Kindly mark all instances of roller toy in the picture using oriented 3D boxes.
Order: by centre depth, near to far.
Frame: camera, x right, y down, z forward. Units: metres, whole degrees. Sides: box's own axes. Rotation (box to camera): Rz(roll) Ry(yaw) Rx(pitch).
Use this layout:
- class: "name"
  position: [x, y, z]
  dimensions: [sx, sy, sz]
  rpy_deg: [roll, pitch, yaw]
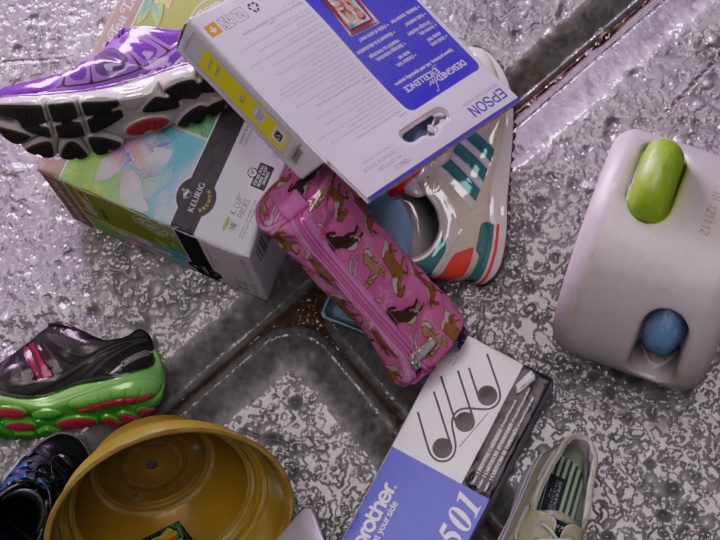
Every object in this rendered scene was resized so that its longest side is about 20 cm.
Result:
- class: "roller toy"
  position: [0.241, -0.006, 1.354]
  dimensions: [0.138, 0.200, 0.185]
  rpy_deg: [19, 98, 9]

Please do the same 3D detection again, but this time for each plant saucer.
- class: "plant saucer"
  position: [0.035, -0.038, 1.464]
  dimensions: [0.069, 0.019, 0.202]
  rpy_deg: [20, 76, 10]

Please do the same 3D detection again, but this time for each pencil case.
- class: "pencil case"
  position: [0.000, 0.000, 1.354]
  dimensions: [0.083, 0.086, 0.200]
  rpy_deg: [-50, 117, -21]

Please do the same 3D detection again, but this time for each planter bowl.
- class: "planter bowl"
  position: [-0.158, 0.177, 1.361]
  dimensions: [0.199, 0.202, 0.084]
  rpy_deg: [-25, 40, -3]

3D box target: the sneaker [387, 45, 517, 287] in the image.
- class: "sneaker"
  position: [0.072, -0.089, 1.420]
  dimensions: [0.092, 0.070, 0.203]
  rpy_deg: [4, 86, -25]

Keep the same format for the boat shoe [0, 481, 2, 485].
- class: "boat shoe"
  position: [-0.372, 0.155, 1.421]
  dimensions: [0.198, 0.072, 0.069]
  rpy_deg: [12, 74, 13]

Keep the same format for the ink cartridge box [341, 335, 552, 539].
- class: "ink cartridge box"
  position: [0.071, 0.158, 1.392]
  dimensions: [0.093, 0.044, 0.201]
  rpy_deg: [27, 79, 13]

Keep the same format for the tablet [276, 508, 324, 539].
- class: "tablet"
  position: [-0.051, 0.289, 1.299]
  dimensions: [0.131, 0.014, 0.201]
  rpy_deg: [-52, 35, 19]

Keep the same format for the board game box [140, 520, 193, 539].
- class: "board game box"
  position: [-0.207, 0.275, 1.347]
  dimensions: [0.198, 0.105, 0.024]
  rpy_deg: [-27, 44, 3]

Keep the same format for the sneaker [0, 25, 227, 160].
- class: "sneaker"
  position: [-0.195, -0.147, 1.356]
  dimensions: [0.198, 0.081, 0.084]
  rpy_deg: [-14, 61, -8]

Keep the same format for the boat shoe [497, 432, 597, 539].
- class: "boat shoe"
  position: [0.139, 0.207, 1.317]
  dimensions: [0.071, 0.062, 0.201]
  rpy_deg: [21, 45, -4]

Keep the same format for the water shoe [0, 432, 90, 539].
- class: "water shoe"
  position: [-0.255, 0.191, 1.345]
  dimensions: [0.071, 0.079, 0.201]
  rpy_deg: [37, 41, -6]

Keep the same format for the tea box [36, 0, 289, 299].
- class: "tea box"
  position: [-0.132, -0.116, 1.438]
  dimensions: [0.195, 0.134, 0.202]
  rpy_deg: [21, 77, 11]

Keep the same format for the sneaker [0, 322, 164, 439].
- class: "sneaker"
  position: [-0.260, 0.089, 1.434]
  dimensions: [0.197, 0.077, 0.085]
  rpy_deg: [-4, 57, 0]

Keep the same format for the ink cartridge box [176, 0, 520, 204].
- class: "ink cartridge box"
  position: [-0.007, -0.152, 1.336]
  dimensions: [0.200, 0.047, 0.197]
  rpy_deg: [48, 50, 10]
